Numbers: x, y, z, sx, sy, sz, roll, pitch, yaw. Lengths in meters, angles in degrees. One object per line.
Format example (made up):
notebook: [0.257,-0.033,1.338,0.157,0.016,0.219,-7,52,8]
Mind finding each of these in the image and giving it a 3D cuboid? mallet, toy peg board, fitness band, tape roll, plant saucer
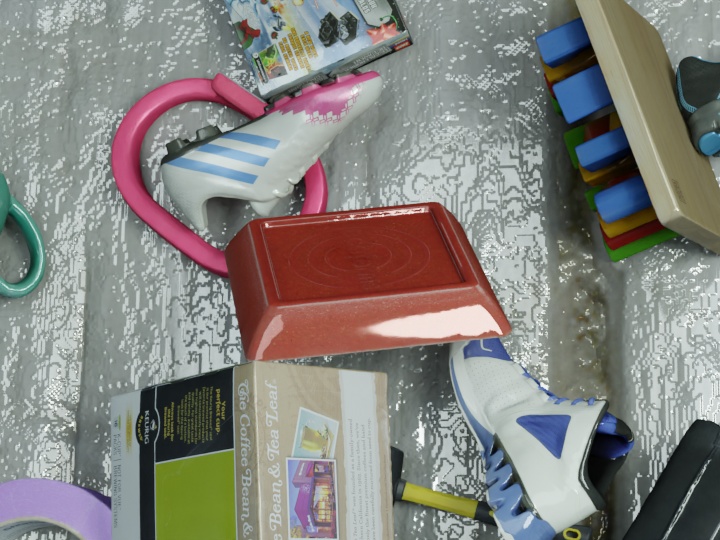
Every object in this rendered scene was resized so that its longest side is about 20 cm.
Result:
mallet: [0.082,0.198,1.463,0.199,0.041,0.066,21,81,10]
toy peg board: [0.196,-0.101,1.430,0.098,0.199,0.201,-24,75,20]
fitness band: [-0.118,-0.080,1.557,0.200,0.037,0.144,38,89,16]
tape roll: [-0.259,0.271,1.491,0.199,0.066,0.201,-2,78,9]
plant saucer: [0.000,0.000,1.423,0.199,0.200,0.037,-5,117,-7]

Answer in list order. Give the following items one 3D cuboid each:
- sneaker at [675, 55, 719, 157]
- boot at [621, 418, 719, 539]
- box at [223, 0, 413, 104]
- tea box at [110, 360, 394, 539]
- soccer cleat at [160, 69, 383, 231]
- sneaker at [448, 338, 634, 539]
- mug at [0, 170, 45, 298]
sneaker: [0.348,-0.159,1.462,0.199,0.073,0.082,-15,64,-7]
boot: [0.205,0.195,1.367,0.165,0.066,0.200,25,81,45]
box: [-0.054,-0.258,1.578,0.137,0.040,0.201,-23,75,6]
tea box: [-0.085,0.183,1.398,0.196,0.133,0.201,-15,73,49]
soccer cleat: [-0.064,-0.096,1.502,0.199,0.070,0.087,-22,93,9]
sneaker: [0.146,0.122,1.412,0.115,0.081,0.200,-25,48,10]
mug: [-0.362,-0.056,1.546,0.152,0.185,0.115,12,77,37]
